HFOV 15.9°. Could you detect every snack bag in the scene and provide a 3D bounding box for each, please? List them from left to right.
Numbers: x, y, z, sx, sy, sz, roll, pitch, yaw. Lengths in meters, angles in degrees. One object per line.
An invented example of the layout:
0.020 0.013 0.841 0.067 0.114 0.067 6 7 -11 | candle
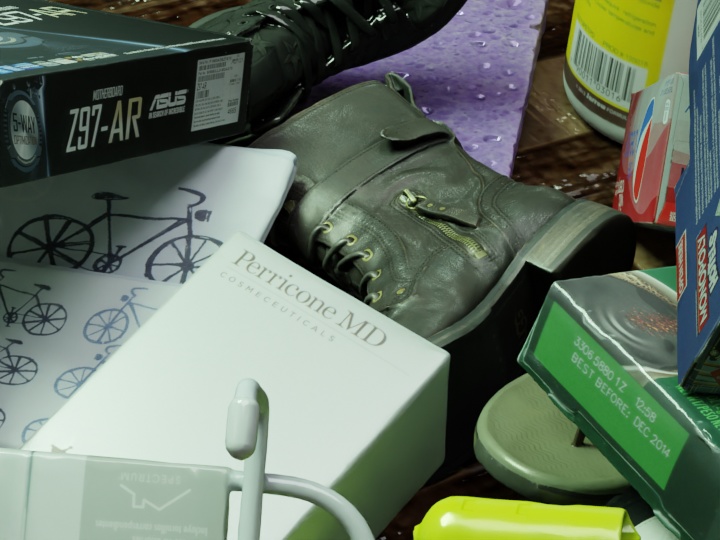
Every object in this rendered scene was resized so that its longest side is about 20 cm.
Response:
-0.135 0.000 1.060 0.188 0.021 0.200 10 47 18 | snack bag

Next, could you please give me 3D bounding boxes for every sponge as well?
0.027 -0.090 1.254 0.111 0.030 0.200 10 37 5 | sponge

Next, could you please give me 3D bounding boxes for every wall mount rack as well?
-0.096 0.118 0.802 0.200 0.174 0.075 4 -7 3 | wall mount rack

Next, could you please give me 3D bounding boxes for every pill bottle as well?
0.163 -0.161 1.230 0.109 0.200 0.109 5 36 -4 | pill bottle

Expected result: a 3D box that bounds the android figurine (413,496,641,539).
0.041 0.163 0.831 0.200 0.041 0.182 4 74 12 | android figurine

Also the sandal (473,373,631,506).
0.122 0.030 1.026 0.201 0.057 0.080 -31 45 -31 | sandal

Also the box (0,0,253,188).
-0.160 -0.079 1.054 0.160 0.044 0.200 13 15 25 | box

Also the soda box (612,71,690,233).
0.152 -0.045 1.104 0.070 0.063 0.200 9 1 1 | soda box

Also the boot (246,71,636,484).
0.000 0.000 1.091 0.174 0.069 0.200 29 51 34 | boot

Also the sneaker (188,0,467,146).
-0.036 -0.097 1.167 0.200 0.060 0.104 -24 17 18 | sneaker

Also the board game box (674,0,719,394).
0.218 -0.020 0.939 0.200 0.062 0.200 17 43 -9 | board game box

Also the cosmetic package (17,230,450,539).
-0.065 0.090 0.912 0.101 0.071 0.200 30 56 21 | cosmetic package

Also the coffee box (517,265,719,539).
0.170 0.043 0.947 0.200 0.044 0.123 -5 39 -37 | coffee box

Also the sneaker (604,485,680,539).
0.059 0.119 0.918 0.112 0.073 0.200 17 49 13 | sneaker
